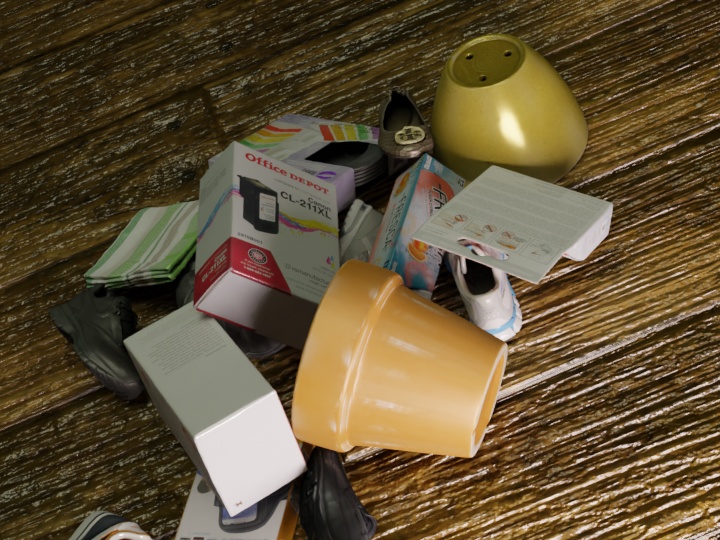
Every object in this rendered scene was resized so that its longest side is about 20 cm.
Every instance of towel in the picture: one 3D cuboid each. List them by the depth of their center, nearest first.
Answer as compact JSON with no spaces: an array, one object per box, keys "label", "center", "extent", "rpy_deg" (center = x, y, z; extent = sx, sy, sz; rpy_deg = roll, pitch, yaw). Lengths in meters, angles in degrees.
[{"label":"towel","center":[-0.260,-0.039,1.709],"extent":[0.200,0.031,0.149],"rpy_deg":[-8,42,49]}]

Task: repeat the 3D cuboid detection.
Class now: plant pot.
[{"label":"plant pot","center":[0.049,0.108,1.405],"extent":[0.183,0.200,0.200],"rpy_deg":[16,56,13]},{"label":"plant pot","center":[0.171,-0.206,1.663],"extent":[0.200,0.142,0.200],"rpy_deg":[-11,47,12]}]

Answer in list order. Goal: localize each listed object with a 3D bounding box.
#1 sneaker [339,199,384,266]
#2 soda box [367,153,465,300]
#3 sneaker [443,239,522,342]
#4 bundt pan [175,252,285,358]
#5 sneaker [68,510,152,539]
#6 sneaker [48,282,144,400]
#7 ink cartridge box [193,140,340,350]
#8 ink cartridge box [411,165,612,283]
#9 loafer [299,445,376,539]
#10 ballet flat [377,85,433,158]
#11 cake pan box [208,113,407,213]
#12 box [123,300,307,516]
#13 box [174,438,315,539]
[{"label":"sneaker","center":[0.000,0.000,1.586],"extent":[0.082,0.075,0.200],"rpy_deg":[22,53,-2]},{"label":"soda box","center":[0.061,-0.039,1.574],"extent":[0.068,0.064,0.200],"rpy_deg":[-38,26,47]},{"label":"sneaker","center":[0.134,-0.013,1.542],"extent":[0.075,0.087,0.200],"rpy_deg":[-23,43,4]},{"label":"bundt pan","center":[-0.139,0.010,1.638],"extent":[0.202,0.076,0.202],"rpy_deg":[-12,46,13]},{"label":"sneaker","center":[-0.293,0.339,1.395],"extent":[0.079,0.078,0.200],"rpy_deg":[8,51,35]},{"label":"sneaker","center":[-0.307,0.079,1.637],"extent":[0.091,0.076,0.200],"rpy_deg":[-40,48,-7]},{"label":"ink cartridge box","center":[-0.104,-0.030,1.508],"extent":[0.083,0.146,0.200],"rpy_deg":[-46,34,38]},{"label":"ink cartridge box","center":[0.173,-0.041,1.520],"extent":[0.160,0.047,0.200],"rpy_deg":[21,39,25]},{"label":"loafer","center":[-0.020,0.261,1.376],"extent":[0.070,0.068,0.201],"rpy_deg":[10,35,-18]},{"label":"ballet flat","center":[0.053,-0.189,1.691],"extent":[0.067,0.046,0.200],"rpy_deg":[-2,25,-1]},{"label":"cake pan box","center":[-0.062,-0.137,1.713],"extent":[0.200,0.052,0.184],"rpy_deg":[14,34,31]},{"label":"box","center":[-0.156,0.143,1.432],"extent":[0.097,0.124,0.200],"rpy_deg":[-30,40,-14]},{"label":"box","center":[-0.128,0.260,1.429],"extent":[0.119,0.042,0.200],"rpy_deg":[-2,47,20]}]
